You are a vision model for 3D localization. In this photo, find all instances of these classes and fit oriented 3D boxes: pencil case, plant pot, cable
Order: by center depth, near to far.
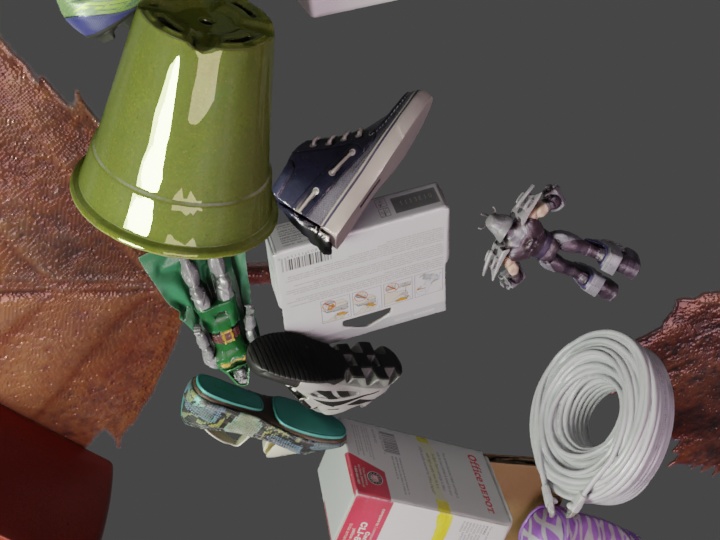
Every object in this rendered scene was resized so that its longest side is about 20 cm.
[{"bbox_3d":[-0.155,-0.146,1.211,0.197,0.201,0.192,2,126,-19],"label":"plant pot"},{"bbox_3d":[-0.389,0.291,1.422,0.199,0.177,0.200,33,105,-30],"label":"plant pot"},{"bbox_3d":[0.282,0.173,1.559,0.069,0.202,0.200,21,129,-33],"label":"cable"},{"bbox_3d":[0.292,0.360,1.721,0.198,0.086,0.085,21,108,-39],"label":"pencil case"}]

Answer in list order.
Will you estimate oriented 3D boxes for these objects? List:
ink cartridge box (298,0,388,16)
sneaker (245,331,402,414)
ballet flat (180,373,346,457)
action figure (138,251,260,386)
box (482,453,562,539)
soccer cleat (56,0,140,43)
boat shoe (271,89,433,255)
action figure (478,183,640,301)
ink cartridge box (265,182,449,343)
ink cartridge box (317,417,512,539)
[{"bbox_3d":[0.001,-0.352,1.225,0.143,0.084,0.203,-13,123,-11],"label":"ink cartridge box"},{"bbox_3d":[-0.051,0.126,1.489,0.198,0.075,0.089,11,129,-35],"label":"sneaker"},{"bbox_3d":[-0.113,0.175,1.513,0.198,0.074,0.075,22,111,-18],"label":"ballet flat"},{"bbox_3d":[-0.152,0.046,1.435,0.117,0.055,0.202,-22,127,-8],"label":"action figure"},{"bbox_3d":[0.172,0.326,1.717,0.161,0.021,0.202,7,116,-22],"label":"box"},{"bbox_3d":[-0.195,-0.293,1.214,0.199,0.065,0.084,-38,126,7],"label":"soccer cleat"},{"bbox_3d":[-0.013,-0.122,1.370,0.092,0.075,0.201,34,76,8],"label":"boat shoe"},{"bbox_3d":[0.215,-0.025,1.505,0.198,0.070,0.131,22,118,-23],"label":"action figure"},{"bbox_3d":[0.000,0.000,1.462,0.197,0.044,0.175,-15,142,-10],"label":"ink cartridge box"},{"bbox_3d":[0.061,0.266,1.559,0.197,0.146,0.084,15,115,-17],"label":"ink cartridge box"}]
